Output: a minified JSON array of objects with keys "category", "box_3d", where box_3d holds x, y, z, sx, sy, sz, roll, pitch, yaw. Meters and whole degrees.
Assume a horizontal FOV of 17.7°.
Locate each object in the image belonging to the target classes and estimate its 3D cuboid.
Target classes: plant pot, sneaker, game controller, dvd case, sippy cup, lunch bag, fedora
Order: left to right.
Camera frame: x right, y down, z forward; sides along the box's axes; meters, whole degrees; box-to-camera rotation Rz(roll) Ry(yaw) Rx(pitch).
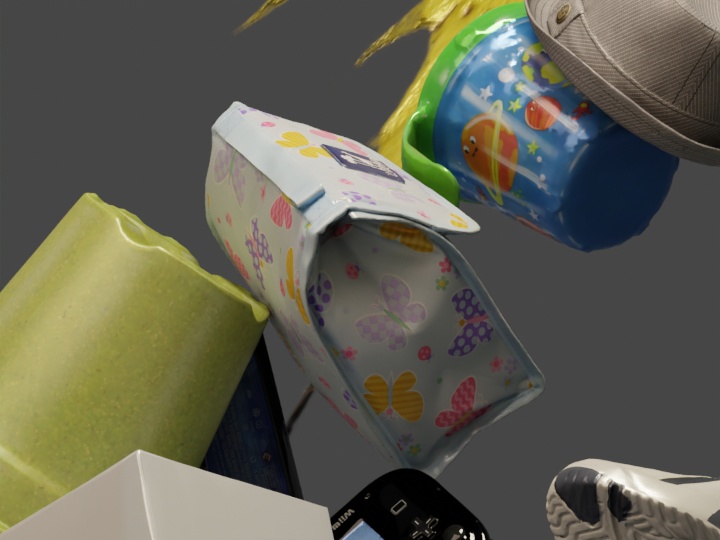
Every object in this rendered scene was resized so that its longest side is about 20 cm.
[{"category":"plant pot","box_3d":[-0.153,0.065,1.345,0.185,0.200,0.200,-57,35,0]},{"category":"dvd case","box_3d":[-0.135,0.115,1.436,0.199,0.018,0.143,-19,79,23]},{"category":"game controller","box_3d":[-0.019,0.195,1.282,0.200,0.042,0.104,-41,50,-10]},{"category":"lunch bag","box_3d":[0.000,0.000,1.374,0.127,0.200,0.170,-39,33,-7]},{"category":"sippy cup","box_3d":[0.124,-0.081,1.441,0.178,0.140,0.130,-47,46,-2]},{"category":"fedora","box_3d":[0.191,-0.150,1.394,0.090,0.176,0.200,-57,9,26]},{"category":"sneaker","box_3d":[0.194,0.117,1.120,0.198,0.080,0.130,15,35,9]}]

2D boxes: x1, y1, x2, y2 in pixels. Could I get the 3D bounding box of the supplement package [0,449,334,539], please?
[{"category":"supplement package","box_3d":[-0.121,0.214,1.186,0.200,0.150,0.152,-31,57,28]}]
